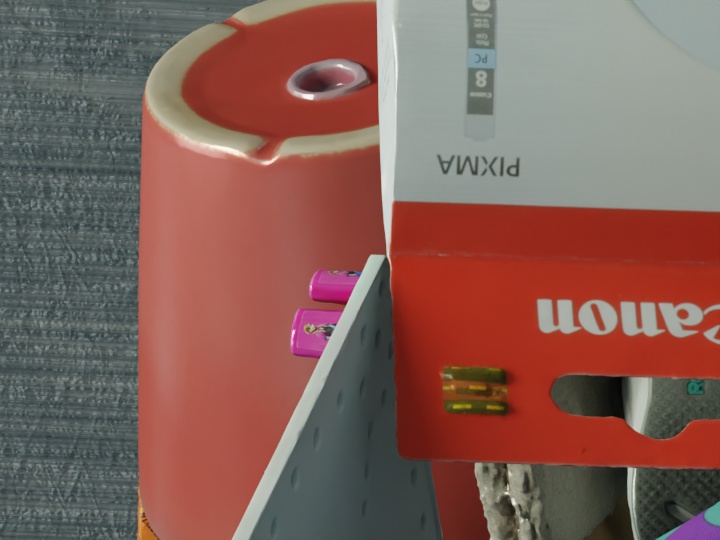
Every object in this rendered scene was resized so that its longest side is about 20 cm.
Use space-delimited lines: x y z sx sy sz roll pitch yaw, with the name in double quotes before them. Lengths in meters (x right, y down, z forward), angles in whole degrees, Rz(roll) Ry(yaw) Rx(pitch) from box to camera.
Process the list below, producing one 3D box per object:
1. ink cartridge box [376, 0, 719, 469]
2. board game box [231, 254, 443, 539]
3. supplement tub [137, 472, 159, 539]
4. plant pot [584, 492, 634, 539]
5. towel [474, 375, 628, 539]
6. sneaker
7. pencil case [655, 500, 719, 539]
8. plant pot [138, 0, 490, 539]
"ink cartridge box" 0.086 -0.040 0.782 0.047 0.159 0.201 101 170 -58
"board game box" -0.015 0.131 0.765 0.200 0.026 0.201 -63 -30 -51
"supplement tub" -0.017 0.119 1.354 0.123 0.198 0.124 -177 90 -85
"plant pot" 0.047 0.144 1.156 0.200 0.186 0.188 73 -166 -57
"towel" 0.068 -0.006 0.910 0.132 0.034 0.201 -35 -59 -49
"sneaker" 0.117 0.022 0.909 0.080 0.070 0.202 76 -163 -75
"pencil case" 0.070 0.114 0.669 0.085 0.199 0.092 62 175 -25
"plant pot" 0.000 0.000 0.991 0.201 0.199 0.178 -97 -1 -60
